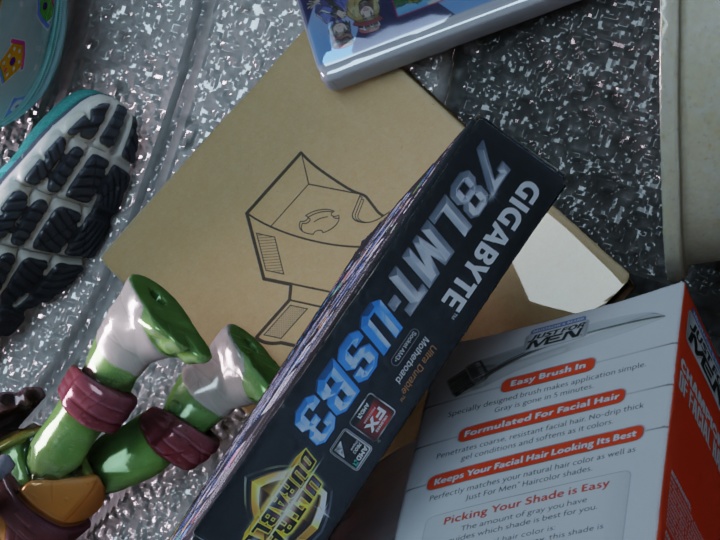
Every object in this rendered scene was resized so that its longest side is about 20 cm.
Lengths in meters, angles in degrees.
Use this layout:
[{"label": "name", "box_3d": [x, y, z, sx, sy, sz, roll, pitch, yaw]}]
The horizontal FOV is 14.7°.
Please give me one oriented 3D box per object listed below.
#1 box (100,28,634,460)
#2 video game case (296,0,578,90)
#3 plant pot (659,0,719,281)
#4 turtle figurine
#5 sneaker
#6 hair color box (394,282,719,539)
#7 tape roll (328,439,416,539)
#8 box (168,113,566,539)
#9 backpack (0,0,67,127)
[{"label": "box", "box_3d": [0.000, 0.000, 1.256, 0.164, 0.021, 0.200, -48, 66, 5]}, {"label": "video game case", "box_3d": [0.051, -0.198, 1.268, 0.199, 0.023, 0.183, -19, 72, 8]}, {"label": "plant pot", "box_3d": [0.215, -0.094, 1.119, 0.182, 0.200, 0.202, 1, 79, 9]}, {"label": "turtle figurine", "box_3d": [-0.115, 0.114, 1.205, 0.144, 0.200, 0.194, 40, 104, -14]}, {"label": "sneaker", "box_3d": [-0.187, -0.014, 1.304, 0.200, 0.077, 0.080, -46, 58, 6]}, {"label": "hair color box", "box_3d": [0.075, 0.098, 1.037, 0.110, 0.064, 0.201, -16, 33, 22]}, {"label": "tape roll", "box_3d": [0.064, 0.139, 1.115, 0.201, 0.071, 0.203, -19, 30, 12]}, {"label": "box", "box_3d": [-0.012, 0.052, 1.099, 0.050, 0.199, 0.200, 34, 71, -1]}, {"label": "backpack", "box_3d": [-0.231, -0.132, 1.300, 0.199, 0.153, 0.177, -10, 77, 28]}]
